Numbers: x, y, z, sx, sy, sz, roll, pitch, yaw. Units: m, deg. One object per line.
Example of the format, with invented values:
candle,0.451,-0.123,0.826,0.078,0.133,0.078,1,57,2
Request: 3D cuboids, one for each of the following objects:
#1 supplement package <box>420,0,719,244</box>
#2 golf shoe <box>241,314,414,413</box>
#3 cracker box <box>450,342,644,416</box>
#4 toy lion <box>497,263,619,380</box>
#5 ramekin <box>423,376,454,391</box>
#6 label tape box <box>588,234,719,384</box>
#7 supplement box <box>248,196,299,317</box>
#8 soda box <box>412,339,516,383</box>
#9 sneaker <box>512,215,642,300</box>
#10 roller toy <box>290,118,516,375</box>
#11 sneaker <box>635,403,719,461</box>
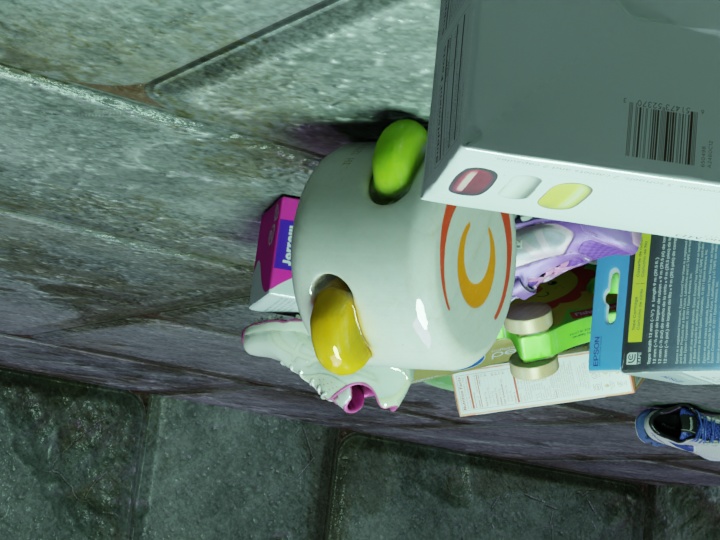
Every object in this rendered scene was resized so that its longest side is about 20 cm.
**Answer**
supplement package,0.143,-0.107,0.793,0.200,0.156,0.111,8,169,-6
golf shoe,-0.036,0.092,1.536,0.200,0.092,0.075,2,169,32
cracker box,0.215,0.110,1.728,0.200,0.058,0.134,-9,-174,21
toy lion,0.201,0.030,1.533,0.200,0.069,0.192,-12,-158,-1
ramekin,0.178,0.098,1.928,0.200,0.098,0.200,7,169,1
label tape box,0.304,0.026,1.379,0.066,0.143,0.200,17,164,-41
supplement box,0.000,0.000,1.542,0.200,0.101,0.103,9,168,-13
soda box,0.133,0.061,1.660,0.200,0.068,0.064,-13,152,-2
sneaker,0.158,-0.013,1.418,0.200,0.089,0.080,0,165,26
roller toy,0.032,-0.011,1.249,0.140,0.200,0.182,1,173,29
sneaker,0.564,0.271,2.593,0.199,0.081,0.115,8,171,3
